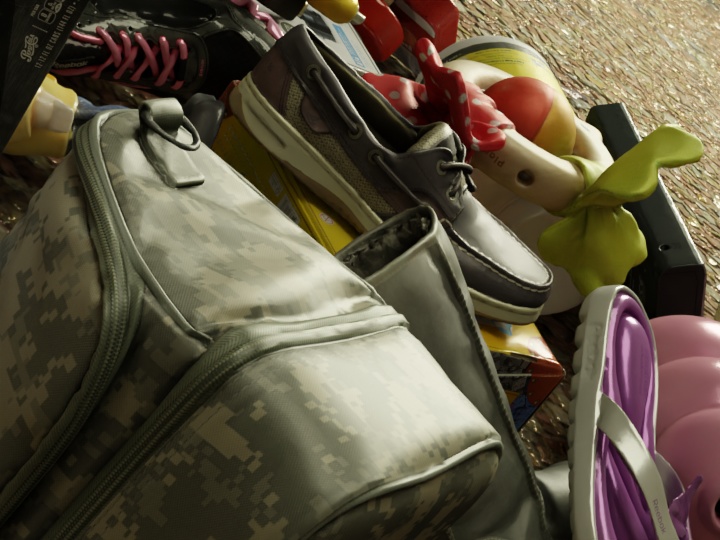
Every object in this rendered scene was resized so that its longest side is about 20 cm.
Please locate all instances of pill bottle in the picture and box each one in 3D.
[{"bbox_3d":[0.104,-0.065,1.104,0.112,0.113,0.201,24,29,-28],"label":"pill bottle"}]

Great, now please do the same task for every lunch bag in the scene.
[{"bbox_3d":[-0.082,0.065,0.545,0.168,0.200,0.139,51,25,18],"label":"lunch bag"}]

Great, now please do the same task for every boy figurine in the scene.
[{"bbox_3d":[-0.172,-0.089,0.814,0.199,0.065,0.124,20,6,-12],"label":"boy figurine"}]

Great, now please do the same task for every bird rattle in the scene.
[{"bbox_3d":[0.088,-0.071,0.957,0.199,0.113,0.163,21,23,-7],"label":"bird rattle"}]

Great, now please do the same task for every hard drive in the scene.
[{"bbox_3d":[0.186,-0.003,1.097,0.033,0.140,0.201,-7,36,-4],"label":"hard drive"}]

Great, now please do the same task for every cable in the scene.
[{"bbox_3d":[-0.060,-0.194,0.990,0.097,0.050,0.200,42,7,13],"label":"cable"}]

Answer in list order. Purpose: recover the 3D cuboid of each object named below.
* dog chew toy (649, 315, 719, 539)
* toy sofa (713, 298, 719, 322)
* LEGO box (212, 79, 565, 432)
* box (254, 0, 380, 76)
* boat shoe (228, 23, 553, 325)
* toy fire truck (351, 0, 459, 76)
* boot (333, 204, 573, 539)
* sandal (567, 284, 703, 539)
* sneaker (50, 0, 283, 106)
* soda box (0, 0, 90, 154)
[{"bbox_3d":[0.184,0.098,0.894,0.124,0.125,0.200,35,11,-5],"label":"dog chew toy"},{"bbox_3d":[0.282,0.094,1.133,0.082,0.098,0.200,13,25,5],"label":"toy sofa"},{"bbox_3d":[0.000,0.000,0.897,0.148,0.077,0.201,16,33,-40],"label":"LEGO box"},{"bbox_3d":[-0.091,-0.163,1.071,0.199,0.060,0.117,17,32,-37],"label":"box"},{"bbox_3d":[0.025,-0.050,0.844,0.200,0.065,0.072,38,23,-1],"label":"boat shoe"},{"bbox_3d":[-0.002,-0.230,1.251,0.200,0.112,0.168,41,-10,9],"label":"toy fire truck"},{"bbox_3d":[0.056,0.065,0.782,0.201,0.072,0.182,62,24,-7],"label":"boot"},{"bbox_3d":[0.135,0.096,0.775,0.082,0.050,0.204,29,52,-48],"label":"sandal"},{"bbox_3d":[-0.137,-0.129,0.923,0.199,0.079,0.096,20,33,6],"label":"sneaker"},{"bbox_3d":[-0.168,-0.079,0.660,0.063,0.200,0.071,25,27,-21],"label":"soda box"}]
